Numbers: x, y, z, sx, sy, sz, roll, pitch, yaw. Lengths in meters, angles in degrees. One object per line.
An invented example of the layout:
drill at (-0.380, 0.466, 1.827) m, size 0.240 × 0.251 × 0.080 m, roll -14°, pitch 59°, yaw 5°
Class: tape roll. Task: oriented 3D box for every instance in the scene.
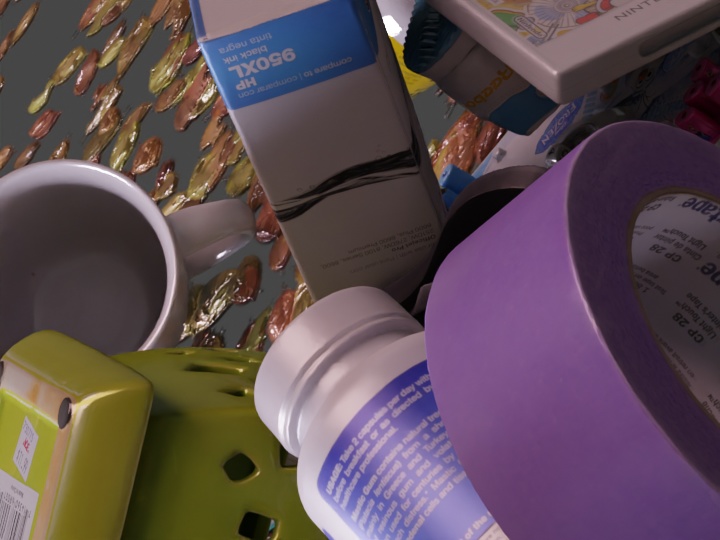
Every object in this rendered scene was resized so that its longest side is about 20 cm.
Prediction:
tape roll at (0.126, 0.046, 1.066) m, size 0.085 × 0.200 × 0.200 m, roll -41°, pitch 28°, yaw 35°

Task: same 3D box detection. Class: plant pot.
plant pot at (-0.096, 0.136, 1.350) m, size 0.200 × 0.181 × 0.200 m, roll 19°, pitch 95°, yaw 66°

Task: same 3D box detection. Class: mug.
mug at (-0.159, 0.006, 1.753) m, size 0.199 × 0.148 × 0.175 m, roll -25°, pitch -9°, yaw -4°

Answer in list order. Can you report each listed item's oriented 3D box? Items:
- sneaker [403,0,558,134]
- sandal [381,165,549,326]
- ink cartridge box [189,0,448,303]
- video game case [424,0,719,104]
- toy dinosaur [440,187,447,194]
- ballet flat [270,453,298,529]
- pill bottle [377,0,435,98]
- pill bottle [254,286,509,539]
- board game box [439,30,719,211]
sneaker at (0.082, -0.151, 1.473) m, size 0.076 × 0.081 × 0.200 m, roll -39°, pitch 22°, yaw 39°
sandal at (0.055, 0.016, 1.350) m, size 0.200 × 0.076 × 0.043 m, roll -46°, pitch 22°, yaw 47°
ink cartridge box at (-0.023, -0.100, 1.389) m, size 0.084 × 0.200 × 0.145 m, roll -19°, pitch 43°, yaw 5°
video game case at (0.121, -0.169, 1.374) m, size 0.182 × 0.023 × 0.200 m, roll -27°, pitch 39°, yaw -17°
toy dinosaur at (0.000, 0.000, 1.500) m, size 0.200 × 0.060 × 0.107 m, roll -33°, pitch 41°, yaw 58°
ballet flat at (-0.103, 0.150, 1.557) m, size 0.200 × 0.064 × 0.068 m, roll -43°, pitch 28°, yaw 30°
pill bottle at (0.020, -0.162, 1.644) m, size 0.200 × 0.111 × 0.112 m, roll -30°, pitch 35°, yaw 47°
pill bottle at (0.043, 0.097, 1.176) m, size 0.112 × 0.112 × 0.200 m, roll -52°, pitch 55°, yaw 11°
board game box at (0.113, -0.061, 1.444) m, size 0.200 × 0.026 × 0.200 m, roll -50°, pitch 24°, yaw 15°
